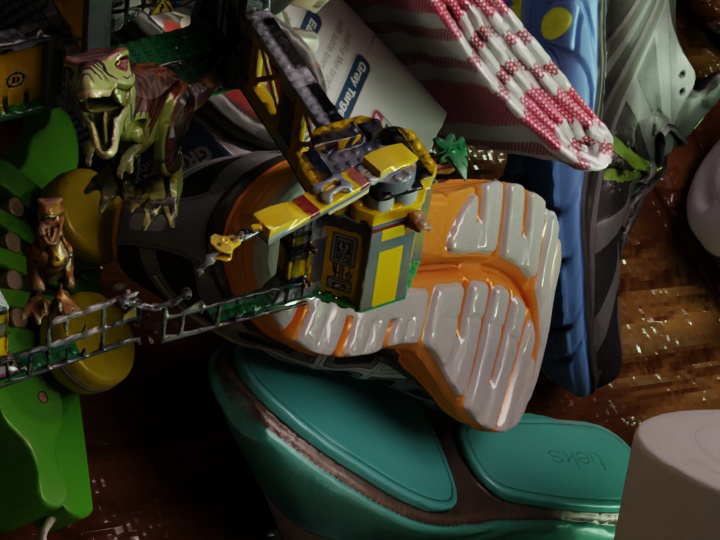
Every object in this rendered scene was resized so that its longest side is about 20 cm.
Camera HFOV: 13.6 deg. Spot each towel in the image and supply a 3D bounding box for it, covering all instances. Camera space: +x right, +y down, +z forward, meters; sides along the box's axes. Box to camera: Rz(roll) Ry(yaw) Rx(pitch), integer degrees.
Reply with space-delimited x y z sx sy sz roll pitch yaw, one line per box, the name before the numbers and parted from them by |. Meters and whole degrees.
towel | -0.007 -0.109 1.052 0.030 0.146 0.200 -46 111 -11

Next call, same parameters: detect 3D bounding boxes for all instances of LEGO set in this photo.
LEGO set | -0.073 -0.055 0.795 0.199 0.116 0.154 -9 49 -16

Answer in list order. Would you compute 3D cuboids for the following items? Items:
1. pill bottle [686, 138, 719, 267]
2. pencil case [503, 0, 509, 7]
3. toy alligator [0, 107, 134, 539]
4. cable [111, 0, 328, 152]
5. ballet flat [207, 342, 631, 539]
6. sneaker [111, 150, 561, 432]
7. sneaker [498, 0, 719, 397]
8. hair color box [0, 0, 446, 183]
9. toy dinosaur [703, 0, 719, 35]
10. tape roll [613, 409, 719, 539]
pill bottle | 0.238 0.014 1.280 0.200 0.111 0.111 48 40 -21
pencil case | 0.008 -0.159 1.124 0.200 0.085 0.084 44 35 -24
toy alligator | -0.106 0.033 0.901 0.054 0.059 0.201 22 54 -42
cable | -0.083 -0.085 0.922 0.199 0.050 0.097 12 56 -34
ballet flat | 0.013 0.075 1.011 0.200 0.070 0.067 16 38 -42
sneaker | 0.000 0.000 0.953 0.200 0.077 0.079 25 75 -56
sneaker | 0.095 -0.046 1.112 0.082 0.071 0.201 -3 108 -22
hair color box | -0.065 -0.079 1.011 0.200 0.060 0.100 46 44 -23
toy dinosaur | 0.146 -0.139 1.255 0.136 0.086 0.200 59 25 10
tape roll | 0.170 0.133 0.934 0.202 0.202 0.140 0 103 -50
